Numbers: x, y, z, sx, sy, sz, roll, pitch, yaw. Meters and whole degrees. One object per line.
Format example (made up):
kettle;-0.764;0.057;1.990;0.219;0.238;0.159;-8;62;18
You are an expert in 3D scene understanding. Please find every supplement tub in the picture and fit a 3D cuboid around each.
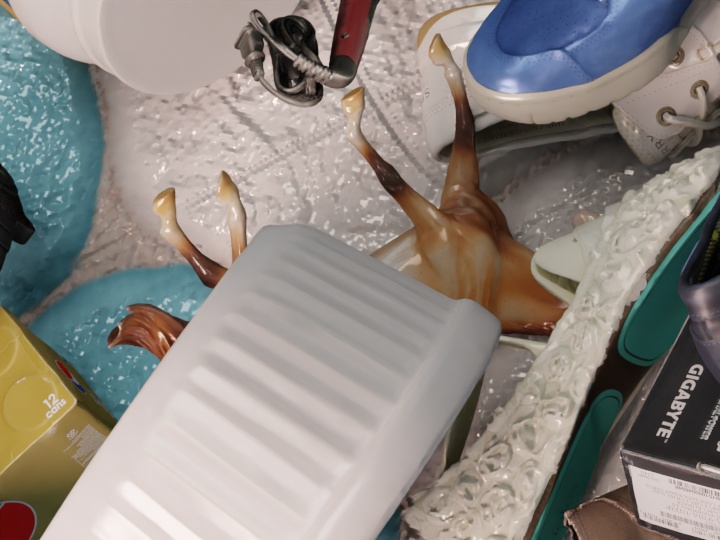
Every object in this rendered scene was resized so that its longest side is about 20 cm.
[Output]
supplement tub;-0.124;-0.182;1.117;0.145;0.145;0.200;-46;57;-3

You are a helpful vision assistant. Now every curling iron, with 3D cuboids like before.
curling iron;-0.006;-0.131;1.061;0.049;0.026;0.200;26;39;-3

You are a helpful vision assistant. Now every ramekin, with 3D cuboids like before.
ramekin;-0.041;0.073;0.913;0.094;0.202;0.203;35;81;-1

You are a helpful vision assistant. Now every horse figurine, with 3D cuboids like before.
horse figurine;0.000;0.000;1.013;0.199;0.133;0.050;-29;14;7

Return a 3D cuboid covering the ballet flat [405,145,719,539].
ballet flat;0.080;0.029;0.960;0.072;0.072;0.201;29;88;31

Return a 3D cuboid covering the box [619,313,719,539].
box;0.205;0.023;0.906;0.158;0.046;0.200;13;53;27

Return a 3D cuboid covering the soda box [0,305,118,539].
soda box;-0.192;0.112;1.053;0.200;0.064;0.068;-43;56;-2

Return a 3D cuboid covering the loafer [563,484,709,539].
loafer;0.105;0.165;0.898;0.071;0.073;0.201;-5;54;7

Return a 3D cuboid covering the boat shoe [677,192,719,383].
boat shoe;0.170;-0.044;0.885;0.084;0.069;0.200;-14;38;39

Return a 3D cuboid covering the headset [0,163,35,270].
headset;-0.208;-0.021;1.094;0.123;0.094;0.200;-34;31;24

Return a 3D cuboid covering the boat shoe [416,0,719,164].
boat shoe;0.119;-0.075;1.014;0.199;0.071;0.070;-7;70;24

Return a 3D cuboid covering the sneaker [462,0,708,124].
sneaker;0.111;-0.146;0.936;0.199;0.111;0.077;-33;47;-7
